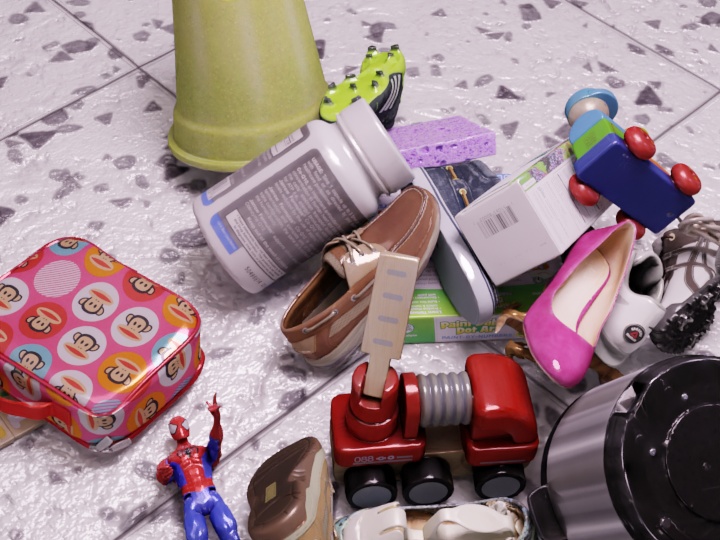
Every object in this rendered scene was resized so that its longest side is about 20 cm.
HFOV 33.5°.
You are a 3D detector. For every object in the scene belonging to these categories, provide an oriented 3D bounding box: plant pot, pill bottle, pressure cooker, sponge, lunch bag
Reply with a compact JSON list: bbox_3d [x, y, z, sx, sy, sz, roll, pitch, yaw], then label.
[{"bbox_3d":[-0.124,-0.232,1.277,0.200,0.185,0.201,-5,32,3],"label":"plant pot"},{"bbox_3d":[-0.054,-0.076,1.174,0.200,0.114,0.114,-33,52,6],"label":"pill bottle"},{"bbox_3d":[0.245,0.166,0.972,0.176,0.200,0.179,27,70,-6],"label":"pressure cooker"},{"bbox_3d":[0.036,-0.131,1.299,0.199,0.030,0.112,-11,20,-12],"label":"sponge"},{"bbox_3d":[-0.261,0.071,1.095,0.200,0.082,0.176,30,54,22],"label":"lunch bag"}]

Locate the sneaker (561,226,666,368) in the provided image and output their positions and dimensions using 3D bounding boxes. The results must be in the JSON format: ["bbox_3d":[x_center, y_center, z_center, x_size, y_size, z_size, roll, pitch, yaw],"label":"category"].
[{"bbox_3d":[0.252,0.005,1.154,0.074,0.088,0.200,36,26,-25],"label":"sneaker"}]

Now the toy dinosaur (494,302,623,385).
[{"bbox_3d":[0.166,0.059,1.092,0.106,0.200,0.061,6,74,55],"label":"toy dinosaur"}]

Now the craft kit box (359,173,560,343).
[{"bbox_3d":[0.101,-0.016,1.223,0.199,0.049,0.198,-2,46,-4],"label":"craft kit box"}]

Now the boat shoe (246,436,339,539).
[{"bbox_3d":[-0.049,0.200,0.975,0.072,0.076,0.200,-33,9,9],"label":"boat shoe"}]

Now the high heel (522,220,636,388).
[{"bbox_3d":[0.199,0.025,1.032,0.067,0.096,0.200,43,28,-3],"label":"high heel"}]

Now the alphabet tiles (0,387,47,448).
[{"bbox_3d":[-0.337,0.088,1.135,0.200,0.006,0.166,-29,56,-26],"label":"alphabet tiles"}]

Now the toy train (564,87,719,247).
[{"bbox_3d":[0.278,-0.091,1.155,0.200,0.085,0.116,30,33,-32],"label":"toy train"}]

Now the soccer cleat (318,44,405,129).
[{"bbox_3d":[0.010,-0.180,1.291,0.067,0.081,0.200,2,28,20],"label":"soccer cleat"}]

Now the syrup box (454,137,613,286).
[{"bbox_3d":[0.179,-0.066,1.150,0.082,0.079,0.200,58,37,-4],"label":"syrup box"}]

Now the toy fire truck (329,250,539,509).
[{"bbox_3d":[0.062,0.094,1.016,0.175,0.200,0.129,-3,49,-5],"label":"toy fire truck"}]

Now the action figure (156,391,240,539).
[{"bbox_3d":[-0.131,0.188,0.998,0.065,0.099,0.200,-14,48,-15],"label":"action figure"}]

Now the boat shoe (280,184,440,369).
[{"bbox_3d":[0.000,0.000,1.123,0.200,0.072,0.076,-54,39,-3],"label":"boat shoe"}]

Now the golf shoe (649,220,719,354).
[{"bbox_3d":[0.320,0.011,1.192,0.094,0.078,0.200,29,43,26],"label":"golf shoe"}]

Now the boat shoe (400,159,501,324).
[{"bbox_3d":[0.113,-0.037,1.167,0.091,0.071,0.201,-14,49,-12],"label":"boat shoe"}]

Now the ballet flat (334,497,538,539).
[{"bbox_3d":[0.050,0.218,0.994,0.199,0.074,0.074,-4,48,-6],"label":"ballet flat"}]
